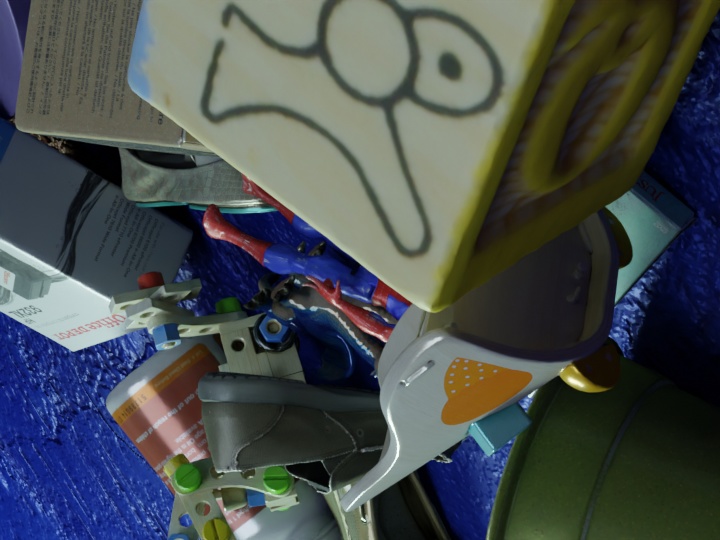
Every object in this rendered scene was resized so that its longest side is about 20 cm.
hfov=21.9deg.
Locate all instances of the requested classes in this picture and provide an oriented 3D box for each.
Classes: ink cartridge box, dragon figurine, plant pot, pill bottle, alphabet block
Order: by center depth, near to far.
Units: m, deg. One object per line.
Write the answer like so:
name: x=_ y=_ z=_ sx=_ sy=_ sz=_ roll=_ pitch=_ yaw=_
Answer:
alphabet block: x=0.038 y=-0.133 z=0.878 sx=0.200 sy=0.196 sz=0.195 roll=38 pitch=133 yaw=21
plant pot: x=0.192 y=0.153 z=1.014 sx=0.190 sy=0.200 sz=0.200 roll=15 pitch=132 yaw=25
ink cartridge box: x=-0.114 y=-0.169 z=1.074 sx=0.165 sy=0.075 sz=0.200 roll=10 pitch=91 yaw=44
dragon figurine: x=-0.017 y=0.035 z=1.207 sx=0.099 sy=0.059 sz=0.200 roll=45 pitch=163 yaw=-11
ink cartridge box: x=-0.245 y=-0.029 z=1.348 sx=0.200 sy=0.084 sz=0.145 roll=31 pitch=154 yaw=-25
pill bottle: x=-0.086 y=0.140 z=1.364 sx=0.200 sy=0.112 sz=0.112 roll=52 pitch=146 yaw=2

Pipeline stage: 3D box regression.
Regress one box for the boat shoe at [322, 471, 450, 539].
boat shoe: x=0.030 y=0.188 z=1.312 sx=0.063 sy=0.073 sz=0.201 roll=-5 pitch=109 yaw=56

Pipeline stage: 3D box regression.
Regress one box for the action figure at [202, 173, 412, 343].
action figure: x=0.000 y=0.000 z=1.113 sx=0.200 sy=0.065 sz=0.052 roll=30 pitch=155 yaw=17

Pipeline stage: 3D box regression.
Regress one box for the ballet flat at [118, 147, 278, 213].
ballet flat: x=-0.106 y=-0.073 z=1.241 sx=0.200 sy=0.067 sz=0.062 roll=3 pitch=112 yaw=50

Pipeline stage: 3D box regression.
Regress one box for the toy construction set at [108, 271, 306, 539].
toy construction set: x=-0.096 y=0.092 z=1.272 sx=0.092 sy=0.131 sz=0.200 roll=120 pitch=133 yaw=-86

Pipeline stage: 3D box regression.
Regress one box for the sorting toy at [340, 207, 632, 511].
sorting toy: x=0.049 y=0.043 z=0.991 sx=0.107 sy=0.200 sz=0.180 roll=32 pitch=129 yaw=-12

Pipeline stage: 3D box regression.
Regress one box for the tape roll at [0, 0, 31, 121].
tape roll: x=-0.271 y=-0.206 z=1.300 sx=0.200 sy=0.085 sz=0.200 roll=29 pitch=139 yaw=29

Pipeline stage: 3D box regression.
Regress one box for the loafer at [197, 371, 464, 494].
loafer: x=-0.020 y=0.109 z=1.206 sx=0.075 sy=0.200 sz=0.070 roll=2 pitch=83 yaw=58

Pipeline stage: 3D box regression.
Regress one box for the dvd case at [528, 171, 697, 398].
dvd case: x=0.089 y=-0.021 z=1.081 sx=0.146 sy=0.022 sz=0.200 roll=41 pitch=144 yaw=5
